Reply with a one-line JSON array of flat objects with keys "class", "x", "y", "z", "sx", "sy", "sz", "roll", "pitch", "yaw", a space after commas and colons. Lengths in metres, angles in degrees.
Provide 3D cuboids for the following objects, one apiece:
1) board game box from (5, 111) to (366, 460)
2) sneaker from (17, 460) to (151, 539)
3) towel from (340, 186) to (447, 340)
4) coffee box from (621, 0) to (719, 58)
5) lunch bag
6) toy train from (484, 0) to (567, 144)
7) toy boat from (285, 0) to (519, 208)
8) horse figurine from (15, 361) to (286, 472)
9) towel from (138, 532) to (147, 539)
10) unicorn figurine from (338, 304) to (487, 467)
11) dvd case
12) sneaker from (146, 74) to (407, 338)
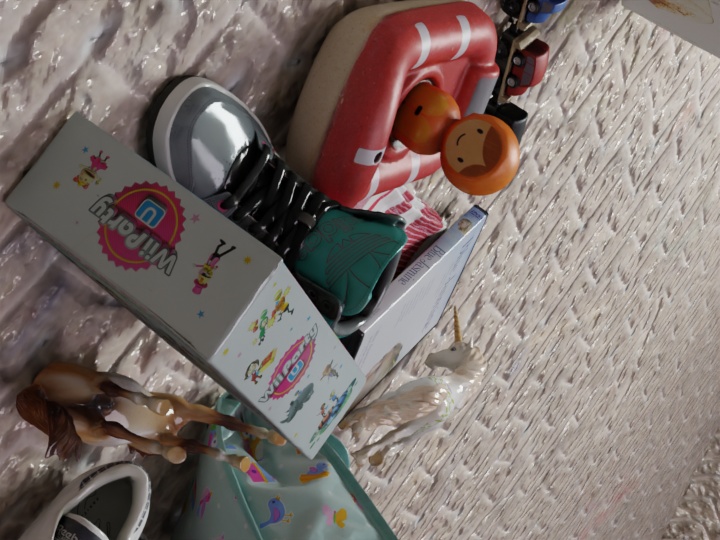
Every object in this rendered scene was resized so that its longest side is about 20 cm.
[{"class": "board game box", "x": -0.086, "y": 0.015, "z": 0.816, "sx": 0.065, "sy": 0.147, "sz": 0.200, "roll": -52, "pitch": 158, "yaw": -8}, {"class": "sneaker", "x": -0.197, "y": 0.196, "z": 0.897, "sx": 0.201, "sy": 0.076, "sz": 0.080, "roll": -57, "pitch": -170, "yaw": -28}, {"class": "towel", "x": 0.000, "y": 0.000, "z": 1.143, "sx": 0.145, "sy": 0.023, "sz": 0.200, "roll": -57, "pitch": 158, "yaw": 1}, {"class": "coffee box", "x": 0.354, "y": -0.299, "z": 1.242, "sx": 0.200, "sy": 0.199, "sz": 0.198, "roll": -50, "pitch": 157, "yaw": -17}, {"class": "lunch bag", "x": -0.065, "y": 0.205, "z": 1.061, "sx": 0.121, "sy": 0.200, "sz": 0.172, "roll": -8, "pitch": 133, "yaw": -33}, {"class": "toy train", "x": 0.122, "y": -0.160, "z": 1.148, "sx": 0.034, "sy": 0.046, "sz": 0.201, "roll": -36, "pitch": 150, "yaw": -40}, {"class": "toy boat", "x": 0.045, "y": -0.094, "z": 0.964, "sx": 0.199, "sy": 0.130, "sz": 0.132, "roll": -24, "pitch": 141, "yaw": -54}, {"class": "horse figurine", "x": -0.136, "y": 0.088, "z": 0.876, "sx": 0.199, "sy": 0.131, "sz": 0.051, "roll": 22, "pitch": 80, "yaw": -60}, {"class": "towel", "x": -0.163, "y": 0.302, "z": 1.019, "sx": 0.085, "sy": 0.165, "sz": 0.202, "roll": -8, "pitch": 128, "yaw": -45}, {"class": "unicorn figurine", "x": 0.051, "y": 0.114, "z": 1.307, "sx": 0.137, "sy": 0.074, "sz": 0.200, "roll": -32, "pitch": -172, "yaw": 4}, {"class": "dvd case", "x": 0.030, "y": 0.044, "z": 1.228, "sx": 0.200, "sy": 0.017, "sz": 0.143, "roll": -43, "pitch": 161, "yaw": -44}, {"class": "sneaker", "x": -0.036, "y": -0.027, "z": 0.860, "sx": 0.084, "sy": 0.120, "sz": 0.200, "roll": -57, "pitch": 145, "yaw": -16}]
